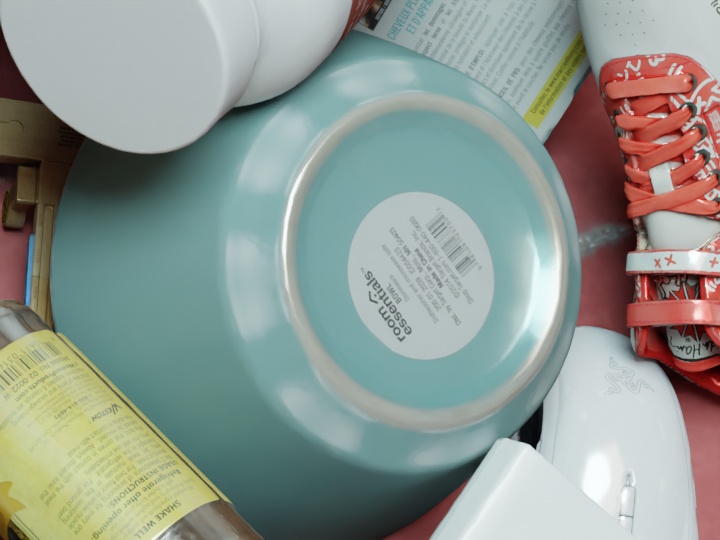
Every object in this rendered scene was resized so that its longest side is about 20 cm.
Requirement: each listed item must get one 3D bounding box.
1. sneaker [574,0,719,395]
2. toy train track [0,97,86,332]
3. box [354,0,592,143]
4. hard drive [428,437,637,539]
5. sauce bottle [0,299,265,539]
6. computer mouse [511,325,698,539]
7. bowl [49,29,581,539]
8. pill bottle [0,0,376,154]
[{"bbox_3d":[0.125,-0.034,1.010,0.067,0.202,0.108,-1,55,29],"label":"sneaker"},{"bbox_3d":[-0.113,-0.005,1.001,0.114,0.033,0.201,8,67,-16],"label":"toy train track"},{"bbox_3d":[0.010,-0.138,1.060,0.199,0.082,0.049,31,35,-3],"label":"box"},{"bbox_3d":[0.041,0.178,0.928,0.132,0.026,0.200,41,75,-23],"label":"hard drive"},{"bbox_3d":[-0.070,0.095,0.896,0.065,0.065,0.200,-35,65,-26],"label":"sauce bottle"},{"bbox_3d":[0.091,0.109,1.011,0.109,0.044,0.201,6,67,-14],"label":"computer mouse"},{"bbox_3d":[0.000,0.000,0.961,0.200,0.105,0.202,4,82,-27],"label":"bowl"},{"bbox_3d":[-0.037,-0.127,0.920,0.112,0.112,0.200,37,44,0],"label":"pill bottle"}]
